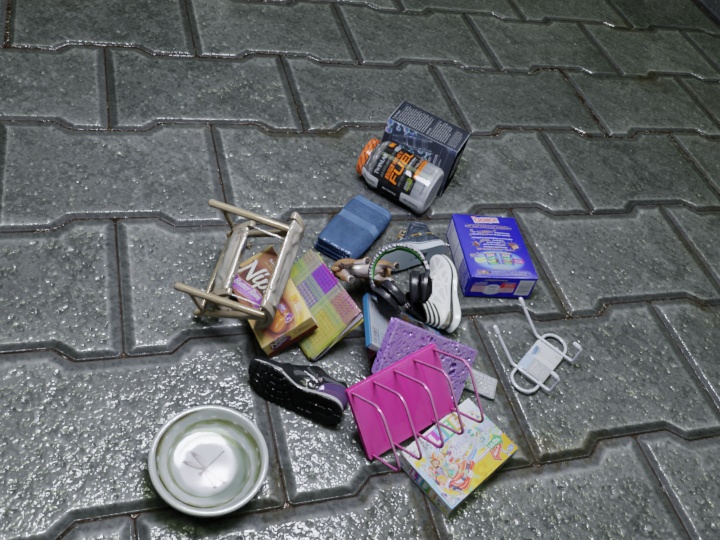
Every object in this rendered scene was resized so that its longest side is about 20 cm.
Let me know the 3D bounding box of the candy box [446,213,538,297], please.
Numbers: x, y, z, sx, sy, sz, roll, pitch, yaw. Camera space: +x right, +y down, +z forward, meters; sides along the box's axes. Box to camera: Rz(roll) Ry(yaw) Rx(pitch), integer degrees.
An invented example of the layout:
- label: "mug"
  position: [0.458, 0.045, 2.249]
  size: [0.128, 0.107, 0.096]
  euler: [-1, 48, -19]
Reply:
- label: "candy box"
  position: [0.305, -0.036, 1.709]
  size: [0.166, 0.078, 0.202]
  euler: [2, 49, -14]

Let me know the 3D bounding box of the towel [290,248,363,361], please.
- label: "towel"
  position: [-0.094, 0.070, 1.471]
  size: [0.143, 0.023, 0.201]
  euler: [-42, 61, 7]

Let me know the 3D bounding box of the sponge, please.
- label: "sponge"
  position: [0.124, 0.173, 1.387]
  size: [0.198, 0.113, 0.030]
  euler: [22, 1, -27]

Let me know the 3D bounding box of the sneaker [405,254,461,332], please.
- label: "sneaker"
  position: [0.152, 0.034, 1.581]
  size: [0.114, 0.076, 0.203]
  euler: [17, 46, -24]

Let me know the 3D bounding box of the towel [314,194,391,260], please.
- label: "towel"
  position: [-0.014, -0.094, 1.684]
  size: [0.111, 0.049, 0.200]
  euler: [30, 46, 12]

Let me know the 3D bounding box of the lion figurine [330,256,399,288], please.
- label: "lion figurine"
  position: [0.000, 0.000, 1.524]
  size: [0.198, 0.074, 0.122]
  euler: [17, -5, -39]

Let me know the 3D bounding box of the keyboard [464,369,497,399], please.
- label: "keyboard"
  position: [0.186, 0.206, 1.494]
  size: [0.198, 0.011, 0.057]
  euler: [23, 46, 4]

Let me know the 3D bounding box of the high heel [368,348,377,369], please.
- label: "high heel"
  position: [0.027, 0.208, 1.399]
  size: [0.095, 0.068, 0.202]
  euler: [2, 50, -30]

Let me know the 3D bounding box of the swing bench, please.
- label: "swing bench"
  position: [-0.219, -0.008, 1.399]
  size: [0.197, 0.130, 0.201]
  euler: [10, 64, 15]

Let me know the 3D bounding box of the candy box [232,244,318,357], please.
- label: "candy box"
  position: [-0.179, 0.059, 1.454]
  size: [0.116, 0.057, 0.201]
  euler: [-31, 59, -2]

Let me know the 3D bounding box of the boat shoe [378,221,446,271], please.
- label: "boat shoe"
  position: [0.100, -0.058, 1.672]
  size: [0.198, 0.071, 0.091]
  euler: [-8, 46, -39]

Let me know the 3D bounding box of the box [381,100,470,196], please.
- label: "box"
  position: [0.159, -0.315, 1.872]
  size: [0.198, 0.150, 0.107]
  euler: [28, 46, 10]

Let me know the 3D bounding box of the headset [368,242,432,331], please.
- label: "headset"
  position: [0.089, 0.047, 1.440]
  size: [0.122, 0.094, 0.203]
  euler: [-18, 72, 1]

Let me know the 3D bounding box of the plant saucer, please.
- label: "plant saucer"
  position: [-0.255, 0.324, 1.219]
  size: [0.197, 0.051, 0.202]
  euler: [9, 47, -9]

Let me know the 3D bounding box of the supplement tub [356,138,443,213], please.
- label: "supplement tub"
  position: [0.096, -0.238, 1.801]
  size: [0.198, 0.123, 0.123]
  euler: [29, 46, 12]

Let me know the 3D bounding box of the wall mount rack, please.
- label: "wall mount rack"
  position: [0.370, 0.160, 1.548]
  size: [0.173, 0.075, 0.199]
  euler: [37, 48, 18]

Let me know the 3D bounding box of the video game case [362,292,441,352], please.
- label: "video game case"
  position: [0.090, 0.138, 1.456]
  size: [0.198, 0.018, 0.144]
  euler: [29, 32, -24]

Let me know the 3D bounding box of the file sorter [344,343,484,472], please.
- label: "file sorter"
  position: [0.101, 0.244, 1.290]
  size: [0.198, 0.141, 0.125]
  euler: [-24, 16, -24]

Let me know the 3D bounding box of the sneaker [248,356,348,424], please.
- label: "sneaker"
  position: [-0.114, 0.211, 1.367]
  size: [0.198, 0.076, 0.088]
  euler: [27, 31, 4]

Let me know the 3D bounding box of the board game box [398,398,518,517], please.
- label: "board game box"
  position: [0.181, 0.342, 1.349]
  size: [0.199, 0.034, 0.134]
  euler: [-29, 61, -36]
